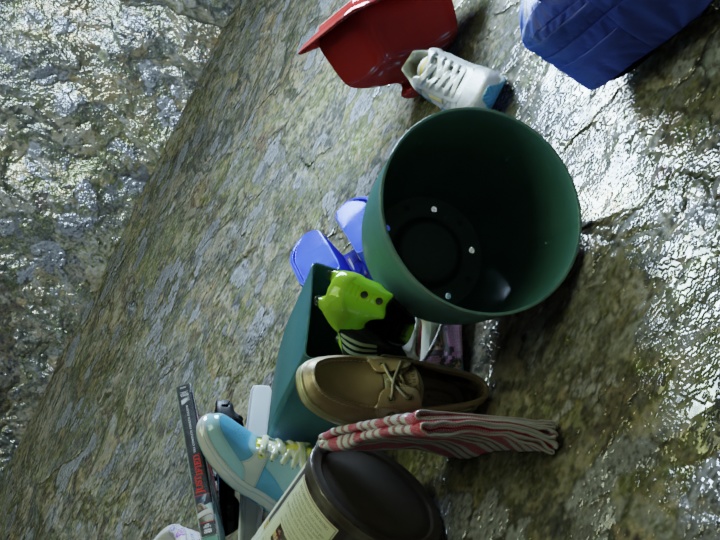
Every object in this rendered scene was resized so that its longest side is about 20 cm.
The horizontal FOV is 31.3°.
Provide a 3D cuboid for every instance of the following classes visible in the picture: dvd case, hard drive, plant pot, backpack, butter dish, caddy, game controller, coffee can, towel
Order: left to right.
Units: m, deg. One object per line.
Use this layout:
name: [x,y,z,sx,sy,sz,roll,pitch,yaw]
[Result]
dvd case: [-0.168,0.243,1.399,0.146,0.022,0.200,85,169,-48]
game controller: [-0.159,0.235,1.515,0.200,0.042,0.104,97,176,-56]
hard drive: [-0.128,0.253,1.543,0.132,0.027,0.200,-87,4,-47]
coffee can: [-0.035,0.283,1.239,0.200,0.146,0.146,-56,22,22]
plant pot: [-0.026,0.124,1.428,0.141,0.141,0.200,-87,20,-46]
caddy: [0.000,0.000,1.550,0.141,0.105,0.200,-39,24,4]
butter dish: [0.048,-0.304,1.744,0.199,0.148,0.200,-28,3,-26]
towel: [0.065,0.153,1.158,0.200,0.146,0.030,-24,62,60]
plant pot: [0.091,-0.038,1.258,0.161,0.200,0.201,140,150,-69]
backpack: [0.234,-0.290,1.239,0.200,0.168,0.163,-44,22,51]

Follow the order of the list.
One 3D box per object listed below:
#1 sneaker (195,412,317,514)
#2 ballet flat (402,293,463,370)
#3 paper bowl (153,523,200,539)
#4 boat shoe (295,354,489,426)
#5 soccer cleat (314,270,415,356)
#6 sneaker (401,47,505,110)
sneaker: [-0.068,0.196,1.368,0.131,0.200,0.080,-40,18,22]
ballet flat: [0.075,0.044,1.360,0.069,0.071,0.200,-43,29,40]
paper bowl: [-0.222,0.422,1.580,0.201,0.104,0.201,-54,21,32]
boat shoe: [0.032,0.109,1.213,0.065,0.200,0.072,-39,49,44]
soccer cleat: [0.017,0.057,1.241,0.068,0.081,0.200,-65,-21,-13]
sneaker: [0.111,-0.227,1.575,0.077,0.081,0.200,-61,22,3]
